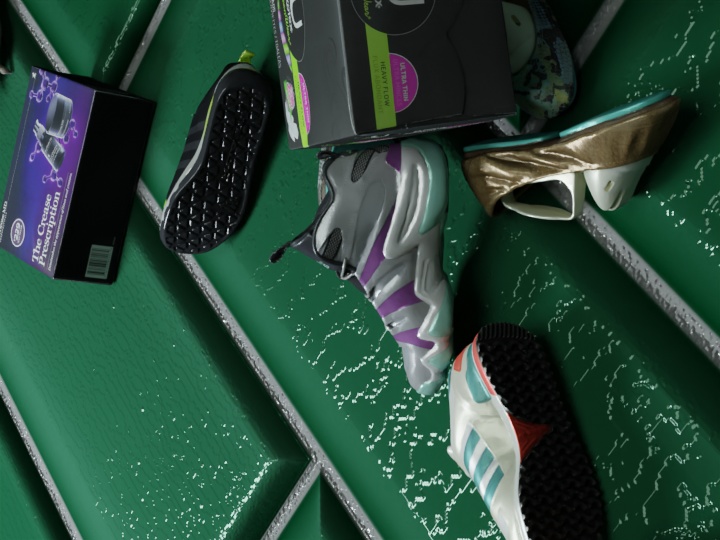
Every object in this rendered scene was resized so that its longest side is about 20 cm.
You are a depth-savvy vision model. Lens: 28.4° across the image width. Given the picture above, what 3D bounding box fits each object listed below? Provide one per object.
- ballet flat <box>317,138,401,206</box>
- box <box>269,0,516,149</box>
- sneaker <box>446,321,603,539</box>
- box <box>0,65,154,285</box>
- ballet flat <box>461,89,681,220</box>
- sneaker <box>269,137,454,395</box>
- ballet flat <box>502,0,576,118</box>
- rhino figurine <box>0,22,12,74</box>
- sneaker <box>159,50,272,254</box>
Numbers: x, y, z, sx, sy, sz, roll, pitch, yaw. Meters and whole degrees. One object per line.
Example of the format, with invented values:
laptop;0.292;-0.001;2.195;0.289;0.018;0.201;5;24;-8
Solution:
ballet flat;0.000;-0.122;1.200;0.072;0.072;0.201;8;91;47
box;0.016;-0.173;1.061;0.200;0.124;0.149;-172;74;-73
sneaker;0.112;0.144;1.047;0.093;0.070;0.201;-46;54;55
box;-0.306;-0.102;1.508;0.141;0.079;0.201;24;103;49
ballet flat;0.154;-0.074;1.026;0.200;0.068;0.073;-12;96;46
sneaker;0.000;0.000;1.099;0.078;0.139;0.201;-95;2;-82
ballet flat;0.100;-0.203;1.089;0.074;0.074;0.201;-42;57;35
rhino figurine;-0.465;-0.289;1.712;0.087;0.060;0.201;-24;71;31
sneaker;-0.133;-0.109;1.345;0.201;0.071;0.083;-63;23;19
